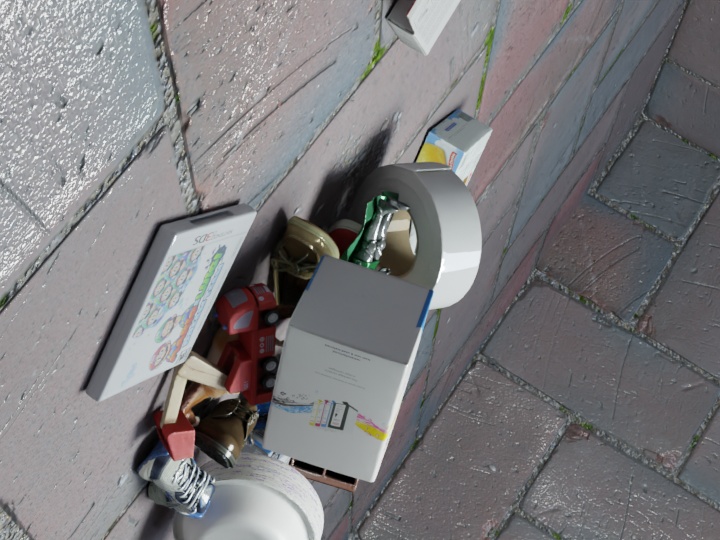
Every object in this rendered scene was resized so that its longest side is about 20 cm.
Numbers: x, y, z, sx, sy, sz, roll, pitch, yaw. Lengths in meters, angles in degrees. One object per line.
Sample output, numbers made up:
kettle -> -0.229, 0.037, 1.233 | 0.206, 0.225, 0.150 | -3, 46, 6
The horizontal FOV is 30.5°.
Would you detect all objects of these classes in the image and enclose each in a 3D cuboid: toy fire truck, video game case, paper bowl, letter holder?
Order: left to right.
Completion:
video game case -> -0.193, 0.030, 1.368 | 0.200, 0.024, 0.182 | -62, 166, 19
toy fire truck -> -0.168, 0.116, 1.538 | 0.141, 0.049, 0.200 | -12, 123, -25
paper bowl -> -0.156, 0.358, 1.799 | 0.104, 0.200, 0.201 | -74, -172, -60
letter holder -> -0.029, 0.215, 1.913 | 0.200, 0.100, 0.142 | -55, 161, -82

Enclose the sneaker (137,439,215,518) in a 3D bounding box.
sneaker -> -0.220, 0.260, 1.662 | 0.077, 0.085, 0.200 | -53, 166, -20

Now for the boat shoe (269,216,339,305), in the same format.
boat shoe -> -0.073, -0.001, 1.633 | 0.063, 0.073, 0.200 | -56, 168, -22

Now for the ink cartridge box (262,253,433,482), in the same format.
ink cartridge box -> -0.016, 0.117, 1.562 | 0.147, 0.144, 0.200 | -67, 173, -52

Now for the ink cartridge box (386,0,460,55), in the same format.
ink cartridge box -> 0.099, -0.359, 1.504 | 0.200, 0.045, 0.176 | -59, 168, 1

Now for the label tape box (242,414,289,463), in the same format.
label tape box -> -0.156, 0.299, 2.039 | 0.143, 0.066, 0.200 | -41, 157, -53

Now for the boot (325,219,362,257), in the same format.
boot -> -0.047, 0.038, 1.760 | 0.200, 0.072, 0.144 | 112, 1, -46

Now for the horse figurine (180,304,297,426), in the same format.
horse figurine -> -0.151, 0.107, 1.620 | 0.132, 0.050, 0.200 | 0, 131, -55

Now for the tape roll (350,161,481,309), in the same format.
tape roll -> 0.071, -0.045, 1.768 | 0.071, 0.203, 0.203 | -7, 134, -35

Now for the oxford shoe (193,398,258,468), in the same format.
oxford shoe -> -0.171, 0.197, 1.678 | 0.084, 0.073, 0.200 | -50, -174, -2

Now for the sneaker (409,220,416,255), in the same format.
sneaker -> 0.092, -0.049, 1.927 | 0.080, 0.086, 0.200 | -39, -150, 51

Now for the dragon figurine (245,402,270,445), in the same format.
dragon figurine -> -0.122, 0.174, 1.861 | 0.059, 0.099, 0.200 | -64, 171, -69

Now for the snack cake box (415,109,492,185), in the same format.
snack cake box -> 0.121, -0.138, 2.050 | 0.115, 0.067, 0.200 | -43, 161, -54

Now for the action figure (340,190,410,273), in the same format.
action figure -> 0.000, 0.000, 1.698 | 0.118, 0.055, 0.200 | -16, 134, -65
